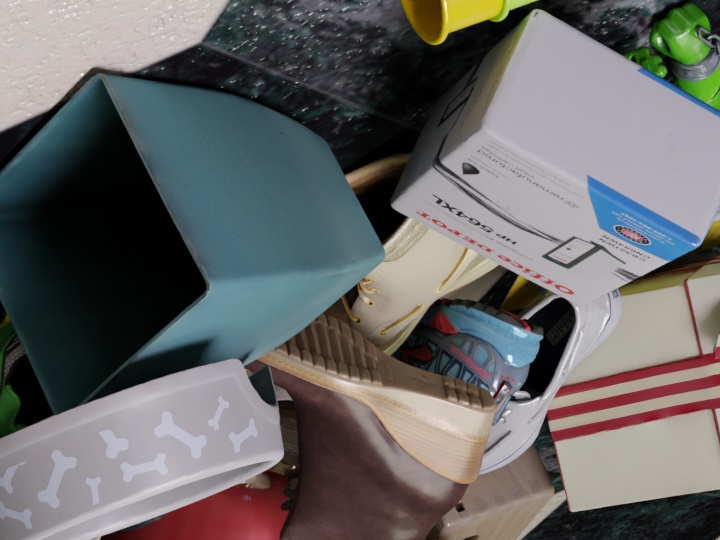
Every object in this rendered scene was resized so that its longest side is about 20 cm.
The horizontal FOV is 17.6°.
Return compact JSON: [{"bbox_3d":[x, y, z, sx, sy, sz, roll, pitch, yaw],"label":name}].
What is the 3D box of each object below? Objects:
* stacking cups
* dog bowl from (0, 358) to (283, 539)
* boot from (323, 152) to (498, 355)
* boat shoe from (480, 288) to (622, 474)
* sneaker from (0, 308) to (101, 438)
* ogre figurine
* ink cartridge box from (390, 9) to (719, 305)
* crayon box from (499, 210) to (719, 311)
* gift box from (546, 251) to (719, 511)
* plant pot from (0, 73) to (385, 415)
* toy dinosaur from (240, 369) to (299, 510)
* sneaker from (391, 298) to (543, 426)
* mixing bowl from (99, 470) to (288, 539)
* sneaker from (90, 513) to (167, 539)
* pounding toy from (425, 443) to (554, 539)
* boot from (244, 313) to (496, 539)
[{"bbox_3d":[0.118,-0.183,1.302,0.200,0.061,0.061,-21,158,-21],"label":"stacking cups"},{"bbox_3d":[-0.134,0.110,1.316,0.200,0.059,0.200,-19,172,-3],"label":"dog bowl"},{"bbox_3d":[0.000,0.000,1.556,0.200,0.073,0.155,-34,157,17],"label":"boot"},{"bbox_3d":[0.111,0.077,1.695,0.065,0.074,0.200,-18,146,-53],"label":"boat shoe"},{"bbox_3d":[-0.173,0.048,1.378,0.200,0.085,0.078,-47,134,-41],"label":"sneaker"},{"bbox_3d":[0.182,-0.081,1.547,0.120,0.098,0.200,16,98,-50],"label":"ogre figurine"},{"bbox_3d":[0.119,-0.060,1.374,0.084,0.146,0.200,-65,-173,-17],"label":"ink cartridge box"},{"bbox_3d":[0.193,-0.041,1.702,0.200,0.051,0.127,-17,157,-22],"label":"crayon box"},{"bbox_3d":[0.245,0.087,1.751,0.186,0.185,0.200,-12,-170,21],"label":"gift box"},{"bbox_3d":[-0.091,-0.018,1.342,0.141,0.141,0.200,-41,159,34],"label":"plant pot"},{"bbox_3d":[-0.049,0.120,1.669,0.086,0.200,0.136,-62,178,3],"label":"toy dinosaur"},{"bbox_3d":[0.049,0.070,1.659,0.079,0.096,0.200,22,170,-23],"label":"sneaker"},{"bbox_3d":[-0.097,0.179,1.750,0.200,0.200,0.109,-5,112,-41],"label":"mixing bowl"},{"bbox_3d":[-0.169,0.147,1.455,0.200,0.087,0.076,-54,-174,14],"label":"sneaker"},{"bbox_3d":[0.037,0.180,1.851,0.142,0.184,0.200,-14,156,-26],"label":"pounding toy"},{"bbox_3d":[-0.023,0.122,1.548,0.200,0.072,0.167,22,119,-11],"label":"boot"}]
